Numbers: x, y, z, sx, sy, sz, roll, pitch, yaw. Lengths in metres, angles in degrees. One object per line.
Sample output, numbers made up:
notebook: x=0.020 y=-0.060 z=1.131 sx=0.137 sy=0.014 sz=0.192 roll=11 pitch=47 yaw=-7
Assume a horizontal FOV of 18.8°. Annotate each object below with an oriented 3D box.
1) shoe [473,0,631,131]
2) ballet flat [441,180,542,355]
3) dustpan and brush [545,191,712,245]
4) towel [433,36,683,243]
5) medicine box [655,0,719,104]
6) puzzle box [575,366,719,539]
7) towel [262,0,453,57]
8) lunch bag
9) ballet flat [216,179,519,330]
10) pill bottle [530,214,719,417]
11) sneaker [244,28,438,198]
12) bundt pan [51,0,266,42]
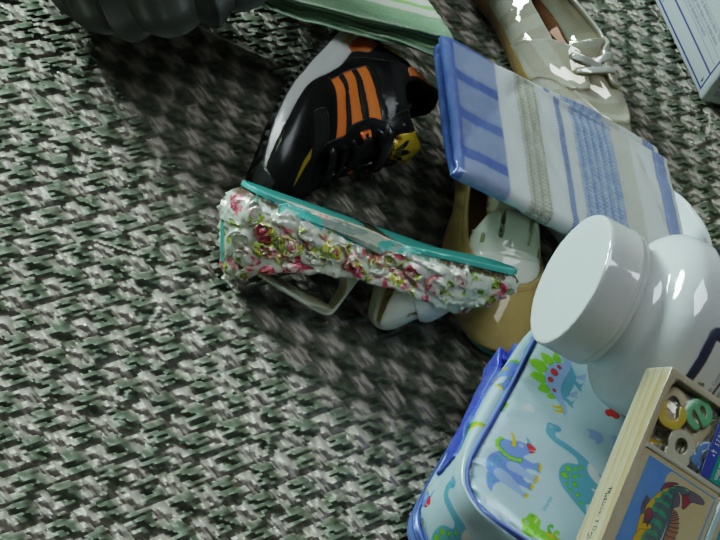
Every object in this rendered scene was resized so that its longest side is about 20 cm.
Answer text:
shoe: x=0.144 y=-0.173 z=1.629 sx=0.070 sy=0.053 sz=0.201 roll=-9 pitch=56 yaw=-42
ballet flat: x=0.090 y=-0.033 z=1.437 sx=0.068 sy=0.063 sz=0.201 roll=15 pitch=42 yaw=-15
dustpan and brush: x=0.203 y=-0.008 z=1.498 sx=0.139 sy=0.057 sz=0.201 roll=4 pitch=48 yaw=-34
towel: x=0.133 y=-0.068 z=1.439 sx=0.199 sy=0.024 sz=0.147 roll=25 pitch=37 yaw=-25
medicine box: x=0.332 y=-0.258 z=1.738 sx=0.102 sy=0.200 sz=0.183 roll=9 pitch=45 yaw=-29
puzzle box: x=0.174 y=0.171 z=1.184 sx=0.133 sy=0.025 sz=0.201 roll=33 pitch=70 yaw=-24
towel: x=-0.026 y=-0.208 z=1.514 sx=0.152 sy=0.024 sz=0.200 roll=12 pitch=25 yaw=-25
lunch bag: x=0.123 y=0.129 z=1.277 sx=0.160 sy=0.083 sz=0.200 roll=37 pitch=39 yaw=-3
ballet flat: x=0.000 y=0.000 z=1.340 sx=0.199 sy=0.064 sz=0.076 roll=17 pitch=6 yaw=-17
pill bottle: x=0.202 y=0.048 z=1.266 sx=0.199 sy=0.111 sz=0.111 roll=27 pitch=39 yaw=-18
sneaker: x=-0.006 y=-0.092 z=1.414 sx=0.090 sy=0.070 sz=0.200 roll=27 pitch=36 yaw=3
bundt pan: x=-0.117 y=-0.215 z=1.402 sx=0.200 sy=0.076 sz=0.202 roll=-11 pitch=35 yaw=8
